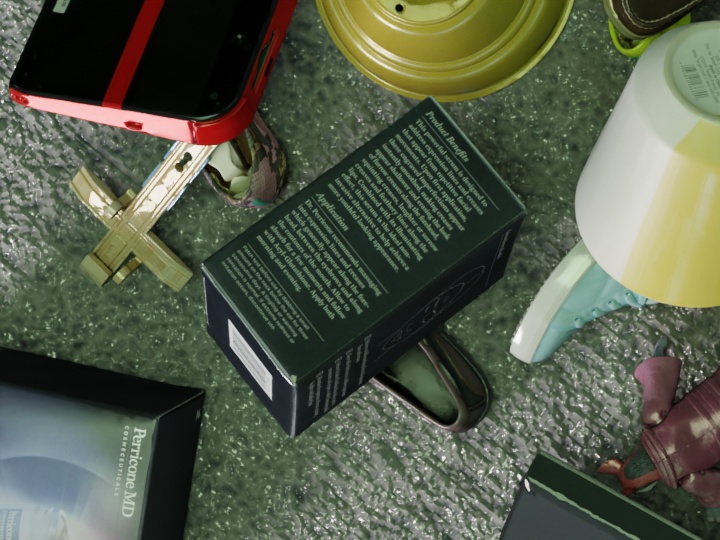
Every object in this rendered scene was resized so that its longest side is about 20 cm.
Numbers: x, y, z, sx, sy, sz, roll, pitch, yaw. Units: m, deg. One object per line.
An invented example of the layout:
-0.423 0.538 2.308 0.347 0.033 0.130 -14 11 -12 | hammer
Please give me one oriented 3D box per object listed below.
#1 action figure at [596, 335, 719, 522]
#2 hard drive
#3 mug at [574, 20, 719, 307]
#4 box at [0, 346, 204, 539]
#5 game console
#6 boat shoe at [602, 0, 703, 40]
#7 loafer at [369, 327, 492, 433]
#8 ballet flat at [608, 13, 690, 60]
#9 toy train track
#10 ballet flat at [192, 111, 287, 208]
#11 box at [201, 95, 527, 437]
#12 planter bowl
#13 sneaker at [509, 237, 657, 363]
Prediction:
0.254 0.105 1.473 0.199 0.149 0.134 -35 94 0 | action figure
0.195 0.206 1.500 0.199 0.140 0.033 28 66 9 | hard drive
0.238 -0.072 1.383 0.185 0.154 0.150 26 58 13 | mug
-0.236 0.173 1.602 0.196 0.123 0.202 11 99 10 | box
-0.138 -0.185 1.534 0.175 0.031 0.201 11 61 15 | game console
0.244 -0.232 1.433 0.200 0.072 0.072 -40 103 -12 | boat shoe
0.013 0.042 1.558 0.200 0.063 0.072 41 104 6 | loafer
0.186 -0.240 1.479 0.066 0.067 0.202 -3 98 46 | ballet flat
-0.153 -0.049 1.562 0.115 0.033 0.200 44 128 1 | toy train track
-0.122 -0.132 1.567 0.069 0.071 0.201 -33 88 14 | ballet flat
0.000 0.000 1.471 0.199 0.149 0.107 -36 77 -13 | box
0.051 -0.218 1.511 0.198 0.083 0.203 2 97 14 | planter bowl
0.189 0.003 1.507 0.082 0.074 0.200 43 104 10 | sneaker
